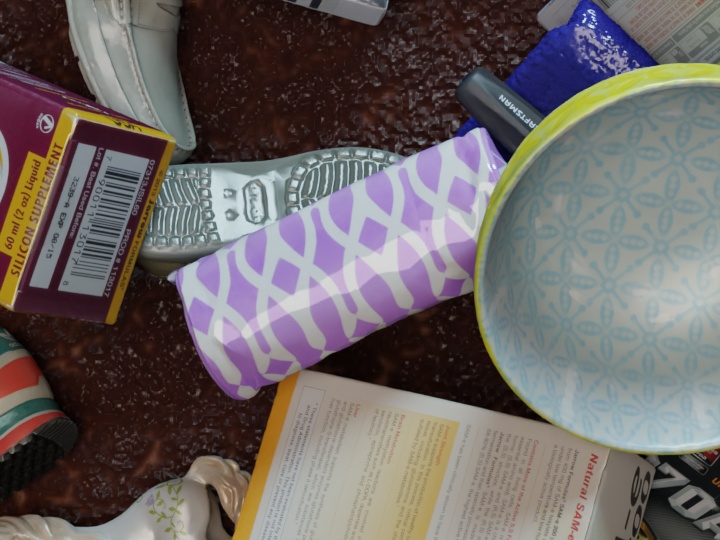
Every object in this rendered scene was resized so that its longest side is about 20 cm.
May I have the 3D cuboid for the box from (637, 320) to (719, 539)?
[{"bbox_3d":[0.208,0.137,1.193,0.200,0.046,0.159,38,122,5],"label":"box"}]

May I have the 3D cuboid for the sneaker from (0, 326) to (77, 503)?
[{"bbox_3d":[-0.263,0.107,1.290,0.199,0.070,0.094,-32,70,11],"label":"sneaker"}]

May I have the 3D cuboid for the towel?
[{"bbox_3d":[0.150,-0.034,1.199,0.200,0.050,0.148,45,126,1],"label":"towel"}]

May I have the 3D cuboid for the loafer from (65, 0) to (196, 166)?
[{"bbox_3d":[-0.129,-0.156,1.248,0.070,0.070,0.201,-20,89,17],"label":"loafer"}]

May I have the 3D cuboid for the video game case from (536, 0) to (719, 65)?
[{"bbox_3d":[0.206,-0.118,1.135,0.181,0.200,0.045,47,60,-1],"label":"video game case"}]

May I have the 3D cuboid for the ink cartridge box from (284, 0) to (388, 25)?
[{"bbox_3d":[-0.071,-0.210,1.217,0.199,0.039,0.100,14,79,-6],"label":"ink cartridge box"}]

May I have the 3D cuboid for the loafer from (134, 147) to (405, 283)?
[{"bbox_3d":[-0.038,-0.023,1.249,0.199,0.070,0.075,3,65,-2],"label":"loafer"}]

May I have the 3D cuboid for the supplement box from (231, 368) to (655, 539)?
[{"bbox_3d":[0.041,0.135,1.176,0.199,0.074,0.126,12,79,29],"label":"supplement box"}]

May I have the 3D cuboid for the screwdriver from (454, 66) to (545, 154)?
[{"bbox_3d":[0.127,-0.034,1.163,0.200,0.029,0.028,44,128,4],"label":"screwdriver"}]

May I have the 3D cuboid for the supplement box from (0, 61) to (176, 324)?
[{"bbox_3d":[-0.212,-0.058,1.217,0.200,0.086,0.111,24,97,34],"label":"supplement box"}]

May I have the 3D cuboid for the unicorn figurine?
[{"bbox_3d":[-0.139,0.175,1.271,0.200,0.074,0.138,-33,88,-8],"label":"unicorn figurine"}]

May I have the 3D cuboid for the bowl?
[{"bbox_3d":[0.150,-0.021,1.093,0.199,0.108,0.201,-1,117,-2],"label":"bowl"}]

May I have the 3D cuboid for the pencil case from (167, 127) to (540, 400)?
[{"bbox_3d":[0.000,0.000,1.166,0.200,0.086,0.084,-24,58,11],"label":"pencil case"}]
